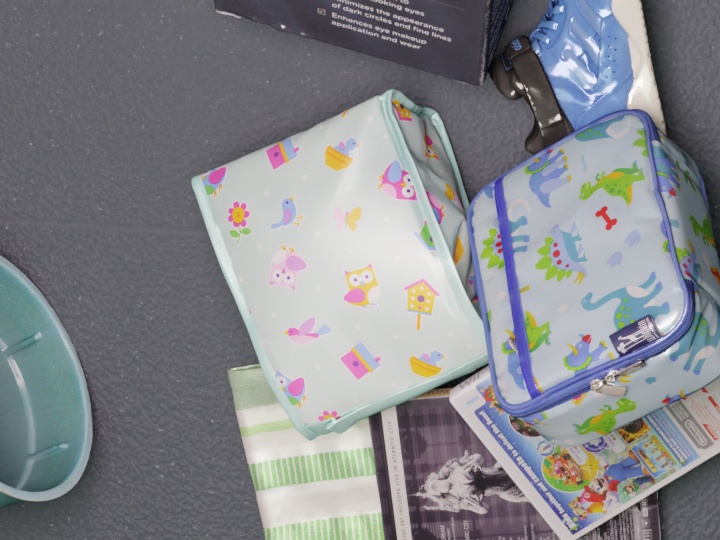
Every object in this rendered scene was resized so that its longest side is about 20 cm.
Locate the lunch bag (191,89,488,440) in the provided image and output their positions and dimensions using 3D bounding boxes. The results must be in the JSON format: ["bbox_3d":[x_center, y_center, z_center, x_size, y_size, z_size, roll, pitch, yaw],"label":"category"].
[{"bbox_3d":[0.000,0.000,1.468,0.170,0.122,0.201,-23,79,16],"label":"lunch bag"}]

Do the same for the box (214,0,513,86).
[{"bbox_3d":[0.009,-0.246,1.378,0.196,0.118,0.200,17,150,9],"label":"box"}]

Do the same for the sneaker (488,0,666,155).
[{"bbox_3d":[0.136,-0.168,1.434,0.111,0.077,0.201,-12,105,6],"label":"sneaker"}]

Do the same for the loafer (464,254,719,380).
[{"bbox_3d":[0.165,0.041,1.476,0.200,0.068,0.071,-28,93,16],"label":"loafer"}]

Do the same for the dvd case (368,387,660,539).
[{"bbox_3d":[0.111,0.147,1.504,0.199,0.016,0.149,-5,115,5],"label":"dvd case"}]

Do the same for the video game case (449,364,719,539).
[{"bbox_3d":[0.182,0.086,1.452,0.200,0.018,0.143,-34,108,17],"label":"video game case"}]

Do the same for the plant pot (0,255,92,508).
[{"bbox_3d":[-0.335,0.110,1.555,0.196,0.200,0.201,-26,95,25],"label":"plant pot"}]

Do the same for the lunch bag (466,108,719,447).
[{"bbox_3d":[0.151,0.006,1.378,0.160,0.201,0.082,-27,137,27],"label":"lunch bag"}]

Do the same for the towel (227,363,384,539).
[{"bbox_3d":[-0.008,0.160,1.566,0.152,0.023,0.201,-9,99,16],"label":"towel"}]
